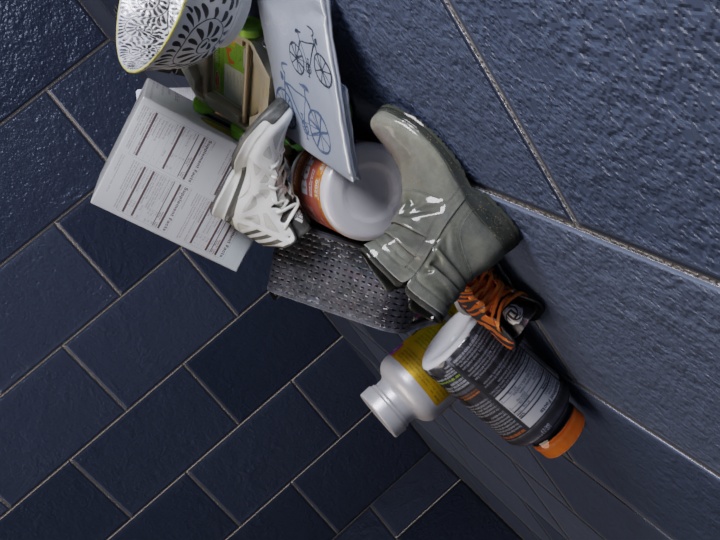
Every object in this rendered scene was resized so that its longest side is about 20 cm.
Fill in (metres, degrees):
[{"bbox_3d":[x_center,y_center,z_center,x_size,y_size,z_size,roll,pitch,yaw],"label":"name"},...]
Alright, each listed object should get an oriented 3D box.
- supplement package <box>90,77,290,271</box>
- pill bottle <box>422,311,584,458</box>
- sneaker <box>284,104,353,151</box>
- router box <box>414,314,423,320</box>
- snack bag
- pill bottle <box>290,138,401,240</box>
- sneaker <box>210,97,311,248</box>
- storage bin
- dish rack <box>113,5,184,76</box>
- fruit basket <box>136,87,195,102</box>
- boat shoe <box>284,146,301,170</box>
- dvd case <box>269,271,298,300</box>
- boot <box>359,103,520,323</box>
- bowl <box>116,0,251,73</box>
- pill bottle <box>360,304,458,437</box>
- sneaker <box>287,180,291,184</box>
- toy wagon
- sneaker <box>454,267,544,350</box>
[{"bbox_3d":[-0.217,-0.126,1.248,0.200,0.151,0.152,26,-167,-18],"label":"supplement package"},{"bbox_3d":[0.180,0.142,1.184,0.200,0.106,0.106,41,174,-10],"label":"pill bottle"},{"bbox_3d":[-0.074,-0.195,1.173,0.084,0.077,0.200,61,162,-19],"label":"sneaker"},{"bbox_3d":[0.092,0.054,1.420,0.149,0.051,0.200,59,179,37],"label":"router box"},{"bbox_3d":[-0.058,-0.210,1.011,0.189,0.021,0.200,41,147,54],"label":"snack bag"},{"bbox_3d":[-0.020,-0.104,1.165,0.112,0.112,0.200,52,172,-20],"label":"pill bottle"},{"bbox_3d":[-0.090,-0.102,1.110,0.115,0.076,0.201,35,138,1],"label":"sneaker"},{"bbox_3d":[0.000,0.000,1.207,0.200,0.094,0.135,18,-167,27],"label":"storage bin"},{"bbox_3d":[-0.262,-0.338,1.394,0.153,0.055,0.200,4,-144,-39],"label":"dish rack"},{"bbox_3d":[-0.213,-0.170,1.391,0.094,0.199,0.186,-134,40,-80],"label":"fruit basket"},{"bbox_3d":[-0.080,-0.168,1.354,0.072,0.076,0.200,52,171,-3],"label":"boat shoe"},{"bbox_3d":[-0.041,-0.016,1.394,0.018,0.200,0.143,59,173,1],"label":"dvd case"},{"bbox_3d":[0.047,-0.056,0.938,0.200,0.131,0.068,49,172,8],"label":"boot"},{"bbox_3d":[-0.176,-0.293,1.032,0.094,0.201,0.201,15,-165,-35],"label":"bowl"},{"bbox_3d":[0.098,0.125,1.274,0.104,0.200,0.104,48,172,9],"label":"pill bottle"},{"bbox_3d":[-0.048,-0.063,1.355,0.200,0.071,0.098,5,-124,-45],"label":"sneaker"},{"bbox_3d":[-0.174,-0.255,1.165,0.200,0.040,0.155,36,139,24],"label":"toy wagon"},{"bbox_3d":[0.137,0.015,1.039,0.112,0.078,0.200,38,178,39],"label":"sneaker"}]
